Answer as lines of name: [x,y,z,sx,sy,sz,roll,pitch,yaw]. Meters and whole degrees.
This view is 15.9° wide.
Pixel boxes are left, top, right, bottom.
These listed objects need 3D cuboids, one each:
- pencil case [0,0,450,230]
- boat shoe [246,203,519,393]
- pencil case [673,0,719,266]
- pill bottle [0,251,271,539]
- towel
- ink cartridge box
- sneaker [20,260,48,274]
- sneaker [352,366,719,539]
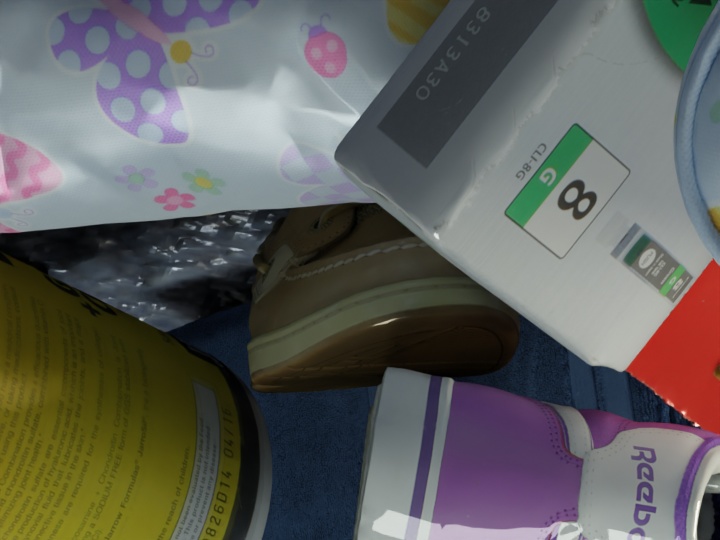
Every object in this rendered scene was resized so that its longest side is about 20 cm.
pencil case: [-0.055,-0.057,0.667,0.198,0.084,0.091,-5,138,14]
boat shoe: [0.000,0.000,0.751,0.071,0.066,0.200,-2,176,-8]
pencil case: [0.146,-0.021,0.595,0.083,0.091,0.200,-24,162,27]
pill bottle: [-0.129,0.046,0.773,0.111,0.113,0.199,-19,146,37]
towel: [0.019,0.052,0.861,0.199,0.113,0.048,-14,161,29]
ink cartridge box: [0.106,-0.040,0.637,0.200,0.161,0.050,35,-176,-44]
sneaker: [-0.168,0.050,0.934,0.103,0.060,0.200,2,157,-9]
sneaker: [0.053,0.075,0.724,0.113,0.073,0.200,8,174,-1]
